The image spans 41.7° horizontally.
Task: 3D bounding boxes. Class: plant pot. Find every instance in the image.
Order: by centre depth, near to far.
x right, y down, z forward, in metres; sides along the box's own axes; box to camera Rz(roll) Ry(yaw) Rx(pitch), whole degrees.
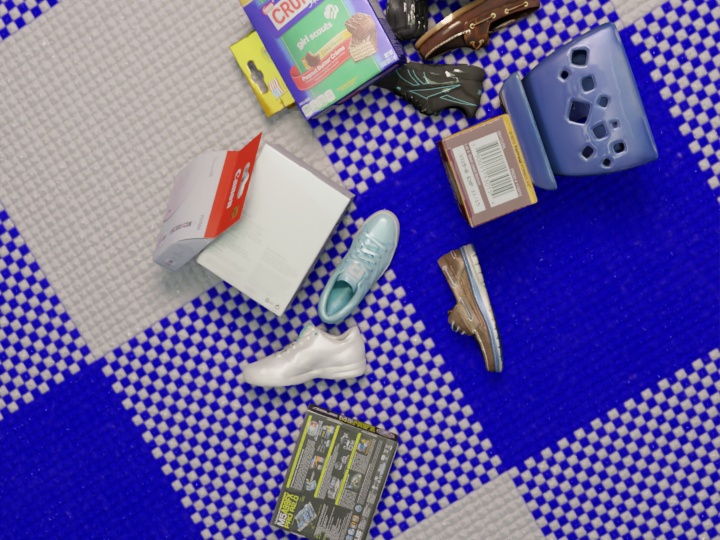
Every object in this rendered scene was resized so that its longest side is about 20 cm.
[{"bbox_3d":[0.304,-0.226,1.377,0.177,0.200,0.204,-20,96,10],"label":"plant pot"}]

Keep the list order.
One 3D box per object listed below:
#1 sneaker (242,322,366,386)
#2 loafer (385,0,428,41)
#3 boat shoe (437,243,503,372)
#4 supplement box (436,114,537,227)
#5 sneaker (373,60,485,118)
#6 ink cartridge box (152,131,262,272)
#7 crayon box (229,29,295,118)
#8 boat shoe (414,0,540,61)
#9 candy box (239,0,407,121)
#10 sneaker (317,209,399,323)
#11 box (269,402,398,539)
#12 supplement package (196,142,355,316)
[{"bbox_3d":[-0.091,0.129,1.490,0.196,0.075,0.090,-7,100,-7],"label":"sneaker"},{"bbox_3d":[0.063,-0.448,1.422,0.069,0.068,0.205,-1,87,34],"label":"loafer"},{"bbox_3d":[0.172,0.065,1.478,0.071,0.072,0.204,-16,86,9],"label":"boat shoe"},{"bbox_3d":[0.180,-0.148,1.383,0.101,0.200,0.133,-20,95,5],"label":"supplement box"},{"bbox_3d":[0.091,-0.278,1.437,0.195,0.075,0.081,5,99,2],"label":"sneaker"},{"bbox_3d":[-0.227,-0.109,1.386,0.056,0.199,0.165,25,54,-23],"label":"ink cartridge box"},{"bbox_3d":[-0.086,-0.338,1.449,0.198,0.051,0.129,-29,94,4],"label":"crayon box"},{"bbox_3d":[0.178,-0.371,1.424,0.198,0.070,0.071,-33,90,5],"label":"boat shoe"},{"bbox_3d":[-0.053,-0.349,1.373,0.167,0.077,0.202,-29,92,15],"label":"candy box"},{"bbox_3d":[0.000,0.000,1.466,0.073,0.082,0.202,29,97,-2],"label":"sneaker"},{"bbox_3d":[-0.042,0.337,1.524,0.157,0.044,0.204,18,96,1],"label":"box"},{"bbox_3d":[-0.122,-0.065,1.430,0.150,0.151,0.202,32,97,-1],"label":"supplement package"}]
